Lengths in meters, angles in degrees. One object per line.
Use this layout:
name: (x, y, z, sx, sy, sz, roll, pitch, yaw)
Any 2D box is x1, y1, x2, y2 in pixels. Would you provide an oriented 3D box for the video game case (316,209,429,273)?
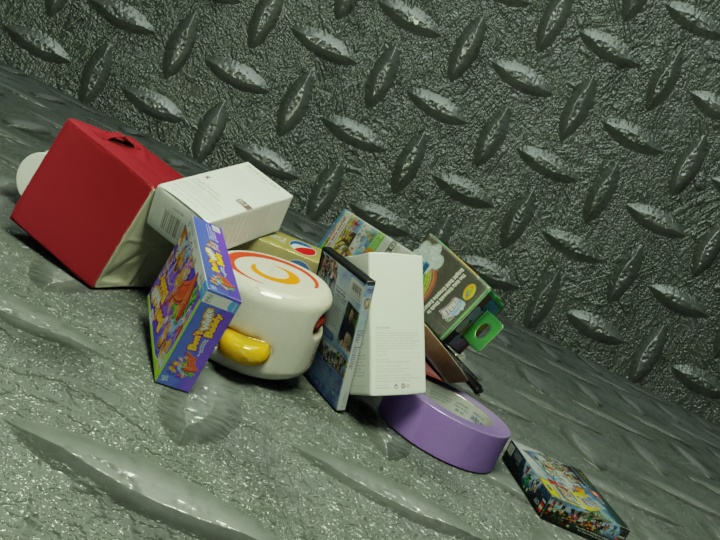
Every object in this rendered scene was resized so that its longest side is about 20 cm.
video game case: (0.000, 0.000, 1.349, 0.200, 0.143, 0.018, 35, -1, 37)

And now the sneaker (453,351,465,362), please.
sneaker: (0.128, 0.143, 1.800, 0.199, 0.080, 0.130, 25, 7, -20)

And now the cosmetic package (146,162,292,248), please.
cosmetic package: (-0.200, -0.090, 1.195, 0.102, 0.074, 0.200, 37, 32, 16)

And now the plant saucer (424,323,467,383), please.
plant saucer: (0.102, 0.115, 1.366, 0.200, 0.034, 0.200, 50, -2, 2)

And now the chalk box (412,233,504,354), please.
chalk box: (0.162, 0.056, 1.430, 0.200, 0.125, 0.124, 46, 3, 26)

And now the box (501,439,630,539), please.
box: (0.310, 0.340, 1.265, 0.136, 0.038, 0.200, 26, 8, -10)

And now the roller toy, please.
roller toy: (-0.139, 0.067, 1.157, 0.182, 0.140, 0.200, 6, 19, -39)

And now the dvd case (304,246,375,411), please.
dvd case: (-0.039, 0.082, 1.192, 0.018, 0.201, 0.143, 3, 20, -31)

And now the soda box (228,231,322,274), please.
soda box: (-0.131, -0.018, 1.285, 0.200, 0.068, 0.064, 22, 22, -9)

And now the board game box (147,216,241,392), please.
board game box: (-0.210, 0.036, 1.018, 0.045, 0.135, 0.200, 24, 18, -27)

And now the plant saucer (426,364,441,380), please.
plant saucer: (0.075, 0.172, 1.578, 0.199, 0.037, 0.200, 29, 7, 13)

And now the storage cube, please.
storage cube: (-0.368, -0.091, 1.230, 0.180, 0.200, 0.171, 36, 9, 16)

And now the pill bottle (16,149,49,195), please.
pill bottle: (-0.503, -0.153, 1.436, 0.119, 0.120, 0.200, 29, 7, 9)

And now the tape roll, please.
tape roll: (0.130, 0.230, 1.277, 0.200, 0.066, 0.200, 26, 7, -4)

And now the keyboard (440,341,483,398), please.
keyboard: (0.165, 0.158, 1.467, 0.127, 0.021, 0.200, 53, -2, -30)

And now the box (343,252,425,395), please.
box: (0.020, 0.081, 1.206, 0.097, 0.201, 0.124, 3, -7, -32)
